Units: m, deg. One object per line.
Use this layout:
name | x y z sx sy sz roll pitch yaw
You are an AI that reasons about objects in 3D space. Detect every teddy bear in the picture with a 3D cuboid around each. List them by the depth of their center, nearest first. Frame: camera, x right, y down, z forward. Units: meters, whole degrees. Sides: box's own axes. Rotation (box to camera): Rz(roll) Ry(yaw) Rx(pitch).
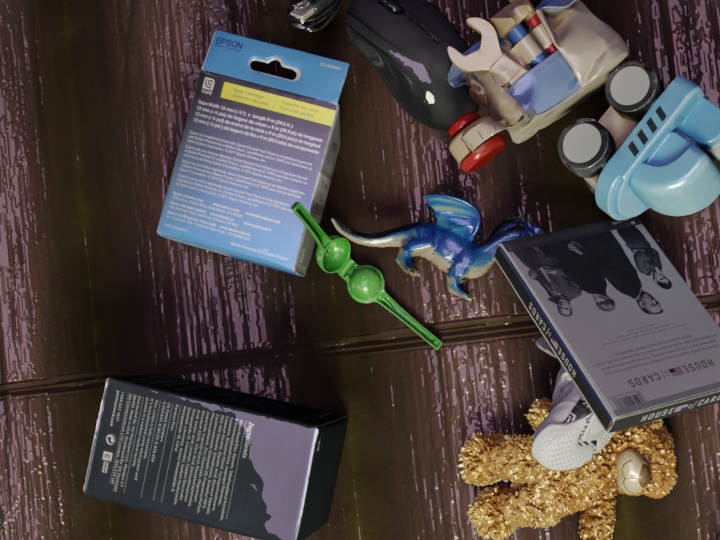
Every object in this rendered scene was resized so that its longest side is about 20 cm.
teddy bear | 0.185 0.184 1.129 0.197 0.067 0.148 5 89 11

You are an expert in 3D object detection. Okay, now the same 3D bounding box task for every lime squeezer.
lime squeezer | 0.000 0.000 1.178 0.200 0.070 0.038 45 65 -21

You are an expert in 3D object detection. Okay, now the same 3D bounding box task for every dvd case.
dvd case | 0.223 0.039 1.073 0.148 0.025 0.201 -11 51 -23

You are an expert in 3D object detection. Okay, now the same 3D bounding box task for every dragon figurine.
dragon figurine | 0.078 -0.037 1.166 0.198 0.059 0.101 24 89 7

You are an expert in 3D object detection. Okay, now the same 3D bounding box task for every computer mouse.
computer mouse | 0.039 -0.216 1.166 0.200 0.053 0.138 46 58 4

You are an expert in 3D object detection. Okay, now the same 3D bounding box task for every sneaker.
sneaker | 0.186 0.086 1.095 0.114 0.076 0.199 33 51 29

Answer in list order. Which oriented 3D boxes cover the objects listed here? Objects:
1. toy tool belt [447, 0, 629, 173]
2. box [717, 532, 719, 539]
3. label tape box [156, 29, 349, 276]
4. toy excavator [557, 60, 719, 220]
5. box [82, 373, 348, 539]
toy tool belt | 0.133 -0.184 1.114 0.199 0.125 0.124 -33 81 -21
box | 0.419 0.212 1.032 0.198 0.171 0.201 24 91 11
label tape box | -0.097 -0.111 1.202 0.141 0.066 0.203 15 86 10
toy excavator | 0.301 -0.103 1.078 0.195 0.100 0.200 -51 59 6
box | -0.126 0.167 1.144 0.197 0.148 0.109 11 88 11
